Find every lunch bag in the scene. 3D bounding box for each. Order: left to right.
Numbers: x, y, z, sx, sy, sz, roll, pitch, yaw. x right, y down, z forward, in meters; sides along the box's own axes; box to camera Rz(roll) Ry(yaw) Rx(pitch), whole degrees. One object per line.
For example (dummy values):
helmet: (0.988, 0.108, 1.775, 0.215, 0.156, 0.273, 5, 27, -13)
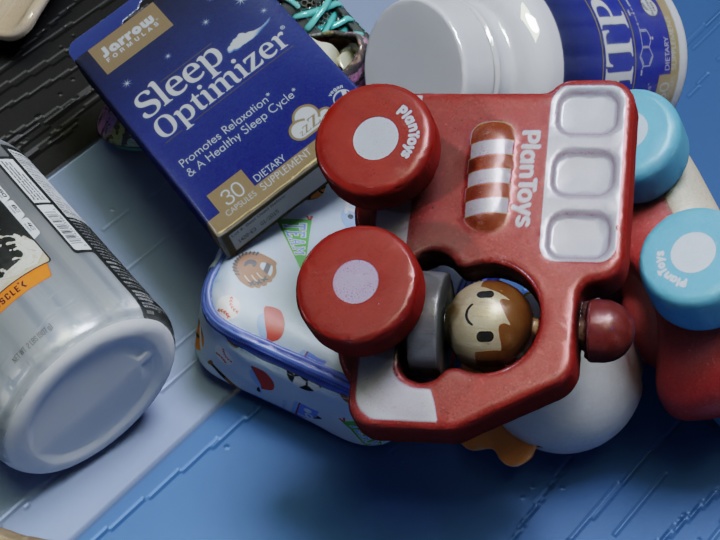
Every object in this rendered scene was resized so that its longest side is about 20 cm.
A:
lunch bag: (0.000, 0.000, 1.041, 0.159, 0.076, 0.201, 23, 54, 8)

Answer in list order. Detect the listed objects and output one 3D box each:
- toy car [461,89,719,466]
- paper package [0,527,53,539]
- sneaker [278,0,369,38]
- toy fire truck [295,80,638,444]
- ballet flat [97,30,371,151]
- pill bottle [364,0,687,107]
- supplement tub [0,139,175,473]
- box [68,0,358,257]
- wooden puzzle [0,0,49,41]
toy car: (0.134, 0.031, 1.003, 0.199, 0.185, 0.178, -27, 55, 8)
paper package: (-0.182, 0.237, 0.758, 0.102, 0.191, 0.201, 15, 51, 4)
sneaker: (-0.035, -0.158, 1.146, 0.199, 0.092, 0.078, 32, 56, 17)
toy fire truck: (0.063, -0.008, 0.910, 0.166, 0.112, 0.202, 0, 67, 16)
ballet flat: (-0.082, -0.126, 1.093, 0.198, 0.071, 0.070, -6, 58, 11)
pill bottle: (0.104, -0.131, 1.088, 0.199, 0.120, 0.120, -11, 51, -41)
supplement tub: (-0.207, 0.008, 0.977, 0.122, 0.123, 0.200, -31, 61, -27)
box: (-0.089, -0.115, 1.031, 0.121, 0.032, 0.200, -38, 60, -7)
wooden puzzle: (-0.288, -0.245, 1.222, 0.198, 0.037, 0.186, 15, 52, 10)
